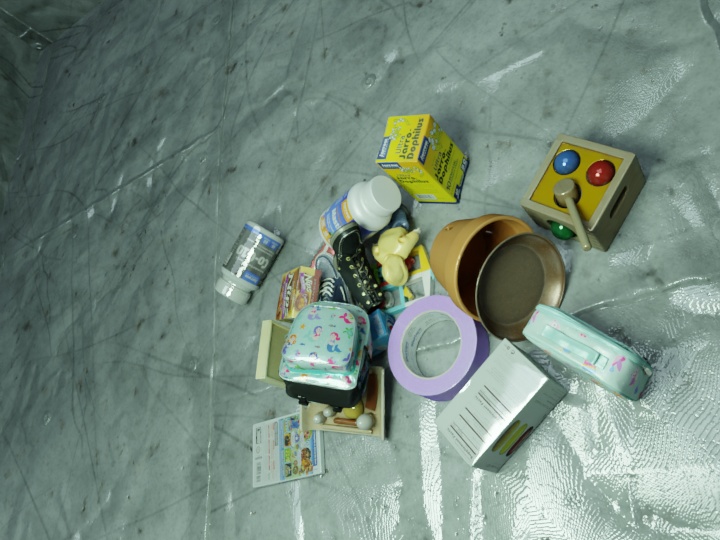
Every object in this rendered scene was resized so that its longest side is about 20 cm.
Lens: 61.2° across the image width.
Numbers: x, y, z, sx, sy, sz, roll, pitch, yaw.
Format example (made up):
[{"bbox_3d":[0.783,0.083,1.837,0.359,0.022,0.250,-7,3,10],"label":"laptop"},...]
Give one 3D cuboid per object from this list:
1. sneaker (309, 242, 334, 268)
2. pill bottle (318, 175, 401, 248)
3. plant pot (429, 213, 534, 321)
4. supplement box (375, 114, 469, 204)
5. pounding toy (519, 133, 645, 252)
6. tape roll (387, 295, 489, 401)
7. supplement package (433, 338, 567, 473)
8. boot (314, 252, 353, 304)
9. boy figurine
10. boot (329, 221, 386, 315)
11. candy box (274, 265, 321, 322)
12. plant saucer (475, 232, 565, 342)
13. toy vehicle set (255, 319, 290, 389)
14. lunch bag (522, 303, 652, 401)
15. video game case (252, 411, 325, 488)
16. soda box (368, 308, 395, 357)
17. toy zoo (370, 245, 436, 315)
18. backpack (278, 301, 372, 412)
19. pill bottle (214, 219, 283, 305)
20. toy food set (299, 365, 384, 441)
[{"bbox_3d":[-0.048,-0.052,1.470,0.086,0.073,0.203,23,91,30],"label":"sneaker"},{"bbox_3d":[0.000,-0.127,1.344,0.199,0.111,0.114,-34,50,50],"label":"pill bottle"},{"bbox_3d":[0.226,-0.017,1.173,0.202,0.199,0.140,-59,30,-1],"label":"plant pot"},{"bbox_3d":[0.138,-0.235,1.316,0.108,0.199,0.111,6,74,38],"label":"supplement box"},{"bbox_3d":[0.401,-0.130,1.112,0.183,0.142,0.202,30,89,41],"label":"pounding toy"},{"bbox_3d":[0.154,0.155,1.221,0.198,0.065,0.203,-16,61,30],"label":"tape roll"},{"bbox_3d":[0.248,0.243,1.081,0.201,0.113,0.110,-51,49,8],"label":"supplement package"},{"bbox_3d":[-0.067,0.047,1.379,0.072,0.090,0.202,-30,73,20],"label":"boot"},{"bbox_3d":[0.080,-0.056,1.343,0.123,0.064,0.202,-23,46,26],"label":"boy figurine"},{"bbox_3d":[0.001,0.000,1.288,0.073,0.204,0.155,-27,69,-14],"label":"boot"},{"bbox_3d":[-0.148,0.060,1.418,0.200,0.056,0.119,163,118,-69],"label":"candy box"},{"bbox_3d":[0.285,0.029,1.109,0.202,0.199,0.037,-59,25,-1],"label":"plant saucer"},{"bbox_3d":[-0.148,0.198,1.336,0.026,0.199,0.126,-10,63,32],"label":"toy vehicle set"},{"bbox_3d":[0.376,0.133,1.004,0.199,0.160,0.078,31,90,41],"label":"lunch bag"},{"bbox_3d":[-0.166,0.402,1.379,0.198,0.018,0.145,-22,58,28],"label":"video game case"},{"bbox_3d":[-0.013,0.166,1.337,0.199,0.068,0.065,-32,57,21],"label":"soda box"},{"bbox_3d":[0.090,0.026,1.353,0.198,0.020,0.133,-22,59,27],"label":"toy zoo"},{"bbox_3d":[-0.064,0.153,1.217,0.174,0.152,0.202,6,45,14],"label":"backpack"},{"bbox_3d":[-0.295,-0.019,1.597,0.113,0.113,0.202,28,88,40],"label":"pill bottle"},{"bbox_3d":[-0.038,0.272,1.269,0.197,0.060,0.146,-1,90,24],"label":"toy food set"}]
